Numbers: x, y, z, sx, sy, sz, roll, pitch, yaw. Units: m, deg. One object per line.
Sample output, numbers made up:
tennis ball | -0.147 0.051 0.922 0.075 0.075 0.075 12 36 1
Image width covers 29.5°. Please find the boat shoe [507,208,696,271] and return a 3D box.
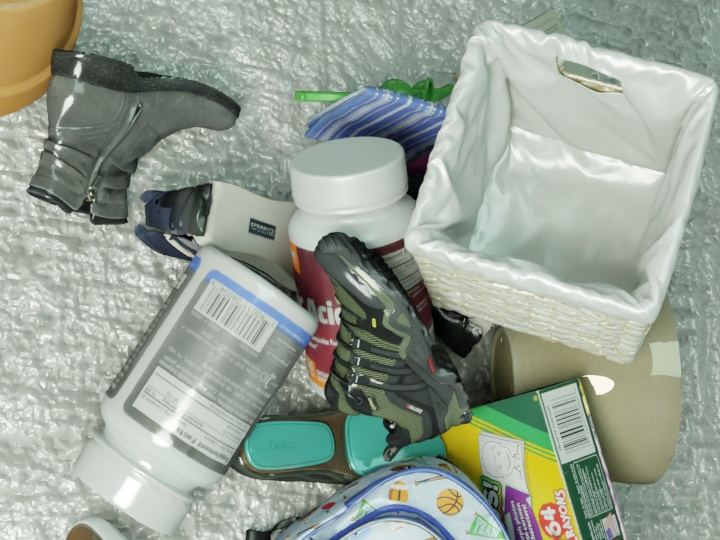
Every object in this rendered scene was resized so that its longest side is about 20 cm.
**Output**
boat shoe | 0.192 -0.032 1.173 0.198 0.072 0.072 -22 78 -12

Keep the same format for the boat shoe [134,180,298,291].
boat shoe | -0.104 -0.030 1.169 0.199 0.092 0.076 28 69 -52

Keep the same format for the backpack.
backpack | 0.032 0.245 1.082 0.190 0.154 0.201 -38 95 -6

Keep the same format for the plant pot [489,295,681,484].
plant pot | 0.191 0.094 1.231 0.132 0.200 0.204 -2 75 -8

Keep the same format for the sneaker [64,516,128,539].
sneaker | -0.156 0.275 1.056 0.202 0.072 0.084 58 27 6

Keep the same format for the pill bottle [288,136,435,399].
pill bottle | 0.000 0.000 1.139 0.113 0.114 0.203 -22 117 -32

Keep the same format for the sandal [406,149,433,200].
sandal | 0.055 -0.073 1.203 0.048 0.197 0.076 59 32 -52

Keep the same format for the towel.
towel | 0.063 -0.117 1.241 0.197 0.144 0.024 14 76 -23

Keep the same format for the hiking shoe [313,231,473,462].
hiking shoe | 0.007 0.065 1.063 0.100 0.076 0.201 -33 114 3

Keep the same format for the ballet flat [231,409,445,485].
ballet flat | -0.026 0.149 1.153 0.197 0.068 0.069 8 72 -27

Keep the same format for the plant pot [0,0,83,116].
plant pot | -0.304 -0.238 1.080 0.197 0.140 0.203 9 71 -27

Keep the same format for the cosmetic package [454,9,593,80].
cosmetic package | 0.190 -0.138 1.340 0.073 0.103 0.202 -30 89 -32

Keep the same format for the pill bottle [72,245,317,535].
pill bottle | -0.130 0.094 1.058 0.113 0.114 0.201 34 85 -14

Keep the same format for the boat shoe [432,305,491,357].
boat shoe | 0.102 -0.023 1.266 0.092 0.075 0.201 32 51 -3

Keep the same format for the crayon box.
crayon box | 0.137 0.209 1.154 0.058 0.172 0.203 -11 82 -40

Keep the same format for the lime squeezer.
lime squeezer | 0.038 -0.158 1.266 0.198 0.070 0.038 -10 92 -41

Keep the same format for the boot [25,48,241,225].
boot | -0.191 -0.102 1.145 0.198 0.069 0.134 8 93 -46

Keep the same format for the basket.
basket | 0.158 -0.058 1.072 0.195 0.161 0.203 16 75 12
